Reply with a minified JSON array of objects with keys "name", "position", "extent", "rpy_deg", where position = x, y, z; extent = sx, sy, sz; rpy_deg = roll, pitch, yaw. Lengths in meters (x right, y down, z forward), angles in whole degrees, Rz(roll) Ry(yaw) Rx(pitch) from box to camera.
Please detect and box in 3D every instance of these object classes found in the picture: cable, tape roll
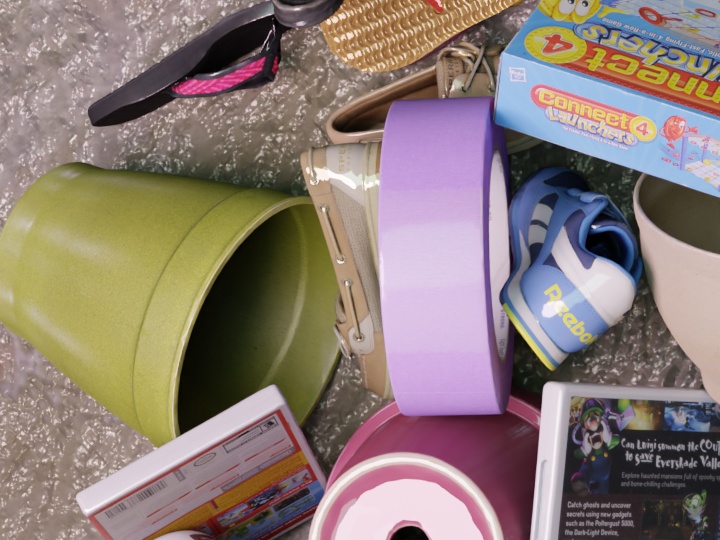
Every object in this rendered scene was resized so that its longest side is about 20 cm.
[{"name":"cable","position":[-0.011,-0.230,1.525],"extent":[0.097,0.200,0.050],"rpy_deg":[21,131,27]},{"name":"tape roll","position":[0.057,-0.009,1.451],"extent":[0.066,0.200,0.200],"rpy_deg":[-1,89,8]}]

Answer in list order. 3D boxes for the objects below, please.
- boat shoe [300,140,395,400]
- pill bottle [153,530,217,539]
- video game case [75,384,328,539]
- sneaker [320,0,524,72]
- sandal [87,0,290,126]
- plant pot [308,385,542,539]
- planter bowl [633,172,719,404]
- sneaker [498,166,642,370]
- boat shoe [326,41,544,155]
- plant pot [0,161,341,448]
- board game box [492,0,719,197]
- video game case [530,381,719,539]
[{"name":"boat shoe","position":[0.000,0.001,1.519],"extent":[0.063,0.073,0.201],"rpy_deg":[0,132,7]},{"name":"pill bottle","position":[-0.069,0.254,1.449],"extent":[0.200,0.109,0.109],"rpy_deg":[31,99,39]},{"name":"video game case","position":[-0.096,0.149,1.506],"extent":[0.143,0.200,0.017],"rpy_deg":[-29,64,-4]},{"name":"sneaker","position":[0.062,-0.191,1.549],"extent":[0.200,0.090,0.075],"rpy_deg":[-16,102,41]},{"name":"sandal","position":[-0.100,-0.135,1.589],"extent":[0.200,0.075,0.045],"rpy_deg":[-28,80,27]},{"name":"plant pot","position":[0.053,0.174,1.487],"extent":[0.200,0.179,0.200],"rpy_deg":[0,90,18]},{"name":"planter bowl","position":[0.270,0.012,1.428],"extent":[0.200,0.200,0.135],"rpy_deg":[5,117,17]},{"name":"sneaker","position":[0.141,-0.013,1.460],"extent":[0.082,0.200,0.074],"rpy_deg":[-35,112,23]},{"name":"boat shoe","position":[0.074,-0.114,1.529],"extent":[0.200,0.065,0.071],"rpy_deg":[-25,45,17]},{"name":"plant pot","position":[-0.137,0.015,1.555],"extent":[0.193,0.200,0.200],"rpy_deg":[22,96,29]},{"name":"board game box","position":[0.212,-0.136,1.436],"extent":[0.200,0.196,0.056],"rpy_deg":[19,133,16]},{"name":"video game case","position":[0.189,0.164,1.452],"extent":[0.023,0.200,0.182],"rpy_deg":[7,92,56]}]
